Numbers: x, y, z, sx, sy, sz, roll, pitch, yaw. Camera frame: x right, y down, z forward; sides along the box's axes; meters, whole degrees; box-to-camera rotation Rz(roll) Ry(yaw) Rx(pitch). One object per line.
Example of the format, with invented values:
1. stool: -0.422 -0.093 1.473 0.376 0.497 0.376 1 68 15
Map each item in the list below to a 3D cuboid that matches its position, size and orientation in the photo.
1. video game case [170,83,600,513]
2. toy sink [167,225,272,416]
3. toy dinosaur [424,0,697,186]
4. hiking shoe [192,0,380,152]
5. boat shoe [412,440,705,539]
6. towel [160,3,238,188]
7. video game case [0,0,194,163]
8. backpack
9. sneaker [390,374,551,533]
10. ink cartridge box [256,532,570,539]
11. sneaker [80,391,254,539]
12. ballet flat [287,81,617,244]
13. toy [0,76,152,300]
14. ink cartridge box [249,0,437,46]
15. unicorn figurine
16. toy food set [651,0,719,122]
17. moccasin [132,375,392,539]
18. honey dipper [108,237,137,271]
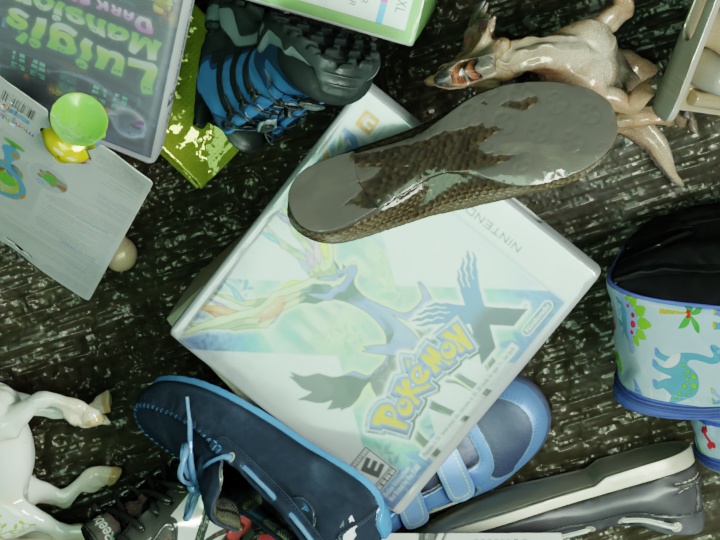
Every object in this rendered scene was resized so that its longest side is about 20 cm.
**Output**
1. video game case: 0.014 0.018 1.663 0.182 0.022 0.200 38 107 -3
2. toy sink: 0.000 0.000 1.730 0.200 0.112 0.130 -42 96 17
3. toy dinosaur: 0.128 -0.115 1.684 0.135 0.086 0.200 -17 147 21
4. hiking shoe: -0.045 -0.109 1.653 0.074 0.200 0.087 13 96 -22
5. boat shoe: 0.126 0.168 1.778 0.199 0.073 0.063 -18 99 8
6. towel: -0.142 -0.147 1.733 0.086 0.018 0.200 -44 107 5
7. video game case: -0.200 -0.169 1.680 0.199 0.023 0.182 22 135 5
8. backpack: 0.252 0.041 1.668 0.199 0.183 0.148 2 109 20
9. sneaker: 0.031 0.131 1.777 0.199 0.082 0.074 -26 98 13
10. ink cartridge box: 0.039 0.235 1.767 0.199 0.083 0.147 -1 147 9
11. sneaker: -0.124 0.160 1.786 0.098 0.071 0.201 25 98 -31
12. ballet flat: 0.053 -0.059 1.608 0.199 0.046 0.068 -19 72 0
13. toy: -0.190 -0.061 1.736 0.115 0.200 0.047 34 65 -2
14. ink cartridge box: 0.001 -0.185 1.684 0.199 0.104 0.060 15 107 4
15. unicorn figurine: -0.230 0.109 1.814 0.136 0.074 0.201 -2 102 5
16. toy food set: 0.272 -0.145 1.629 0.199 0.060 0.144 5 112 -39
17. moccasin: -0.073 0.124 1.688 0.199 0.068 0.081 23 152 38
18. honey dipper: -0.169 -0.096 1.771 0.038 0.038 0.201 -8 106 11
